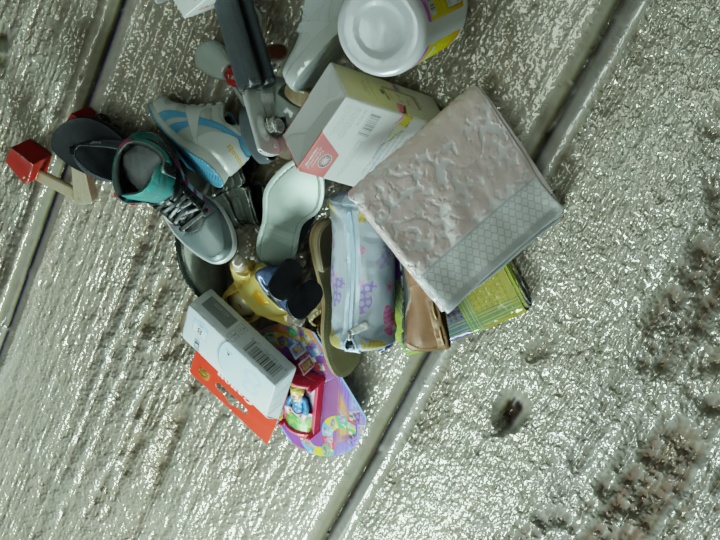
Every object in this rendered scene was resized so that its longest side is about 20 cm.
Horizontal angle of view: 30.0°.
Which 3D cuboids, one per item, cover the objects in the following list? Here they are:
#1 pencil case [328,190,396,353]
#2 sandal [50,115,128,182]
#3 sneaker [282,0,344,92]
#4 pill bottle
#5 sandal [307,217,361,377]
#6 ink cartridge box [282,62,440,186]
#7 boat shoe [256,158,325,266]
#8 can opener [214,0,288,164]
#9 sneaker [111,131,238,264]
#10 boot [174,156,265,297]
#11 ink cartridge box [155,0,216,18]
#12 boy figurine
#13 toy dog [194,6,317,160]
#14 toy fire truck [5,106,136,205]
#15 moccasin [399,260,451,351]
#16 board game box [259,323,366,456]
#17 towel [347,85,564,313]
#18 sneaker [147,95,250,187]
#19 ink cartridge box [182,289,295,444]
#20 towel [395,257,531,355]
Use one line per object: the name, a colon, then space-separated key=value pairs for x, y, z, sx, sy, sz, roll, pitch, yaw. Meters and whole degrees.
pencil case: x=0.000 y=0.000 z=1.670 sx=0.082 sy=0.090 sz=0.202 roll=10 pitch=107 yaw=33
sandal: x=-0.320 y=-0.143 z=1.748 sx=0.198 sy=0.043 sz=0.077 roll=24 pitch=115 yaw=16
sneaker: x=-0.052 y=-0.317 z=1.586 sx=0.115 sy=0.074 sz=0.201 roll=37 pitch=86 yaw=11
pill bottle: x=0.056 y=-0.286 z=1.501 sx=0.103 sy=0.200 sz=0.105 roll=8 pitch=112 yaw=21
sandal: x=-0.046 y=0.029 z=1.745 sx=0.069 sy=0.077 sz=0.214 roll=18 pitch=123 yaw=45
ink cartridge box: x=0.023 y=-0.159 z=1.603 sx=0.117 sy=0.198 sz=0.068 roll=-52 pitch=43 yaw=29
boat shoe: x=-0.085 y=-0.085 z=1.681 sx=0.075 sy=0.061 sz=0.201 roll=26 pitch=139 yaw=-5
can opener: x=-0.135 y=-0.227 z=1.600 sx=0.066 sy=0.052 sz=0.202 roll=-13 pitch=91 yaw=37
sneaker: x=-0.235 y=-0.090 z=1.654 sx=0.084 sy=0.121 sz=0.200 roll=-41 pitch=84 yaw=13
boot: x=-0.178 y=-0.058 z=1.756 sx=0.129 sy=0.068 sz=0.202 roll=-4 pitch=105 yaw=31
ink cartridge box: x=-0.165 y=-0.401 z=1.596 sx=0.199 sy=0.128 sz=0.126 roll=-31 pitch=94 yaw=29
boy figurine: x=-0.127 y=0.027 z=1.725 sx=0.124 sy=0.065 sz=0.199 roll=47 pitch=155 yaw=-18
toy dog: x=-0.108 y=-0.228 z=1.673 sx=0.132 sy=0.096 sz=0.201 roll=-42 pitch=74 yaw=33
toy fire truck: x=-0.374 y=-0.140 z=1.829 sx=0.199 sy=0.049 sz=0.141 roll=39 pitch=119 yaw=5
moccasin: x=0.087 y=0.005 z=1.644 sx=0.077 sy=0.074 sz=0.204 roll=1 pitch=106 yaw=9
board game box: x=-0.086 y=0.171 z=1.801 sx=0.157 sy=0.039 sz=0.201 roll=-27 pitch=96 yaw=43
towel: x=0.116 y=-0.081 z=1.575 sx=0.200 sy=0.032 sz=0.192 roll=-40 pitch=102 yaw=-4
sneaker: x=-0.201 y=-0.176 z=1.707 sx=0.200 sy=0.081 sz=0.077 roll=38 pitch=166 yaw=44
ink cartridge box: x=-0.173 y=0.141 z=1.794 sx=0.160 sy=0.047 sz=0.201 roll=40 pitch=142 yaw=15
towel: x=0.108 y=0.018 z=1.692 sx=0.199 sy=0.023 sz=0.145 roll=-26 pitch=98 yaw=30
